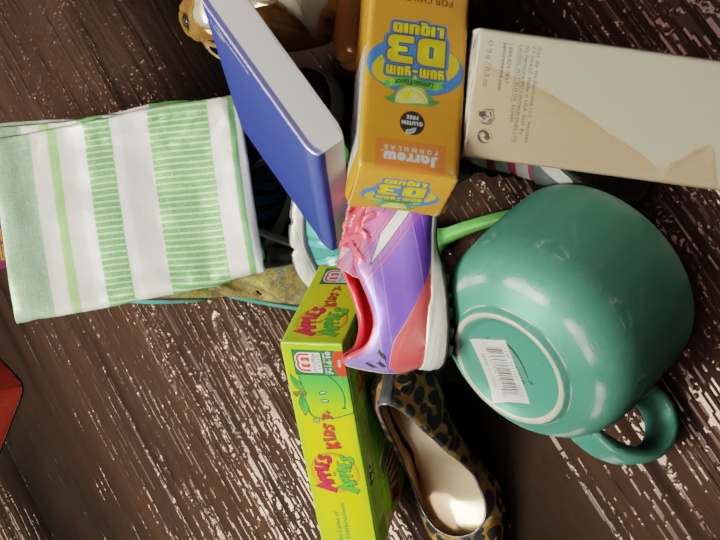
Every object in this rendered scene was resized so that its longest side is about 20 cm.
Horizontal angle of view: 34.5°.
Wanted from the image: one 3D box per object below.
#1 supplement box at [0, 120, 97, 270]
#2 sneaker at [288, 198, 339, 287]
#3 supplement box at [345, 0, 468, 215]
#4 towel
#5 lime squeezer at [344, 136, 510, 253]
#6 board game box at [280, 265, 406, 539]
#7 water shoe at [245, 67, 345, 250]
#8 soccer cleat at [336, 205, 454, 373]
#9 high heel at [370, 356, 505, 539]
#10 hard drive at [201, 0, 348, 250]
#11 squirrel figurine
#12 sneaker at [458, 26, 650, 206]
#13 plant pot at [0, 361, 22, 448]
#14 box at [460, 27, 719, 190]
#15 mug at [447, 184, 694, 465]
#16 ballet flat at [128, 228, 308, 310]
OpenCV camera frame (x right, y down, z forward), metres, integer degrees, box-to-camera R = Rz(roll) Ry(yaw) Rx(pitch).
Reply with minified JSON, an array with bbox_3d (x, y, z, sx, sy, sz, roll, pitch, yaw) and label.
[{"bbox_3d":[-0.237,-0.065,1.027,0.199,0.130,0.104,-10,88,48],"label":"supplement box"},{"bbox_3d":[0.000,0.000,0.929,0.079,0.077,0.202,-6,105,34],"label":"sneaker"},{"bbox_3d":[0.032,-0.141,0.730,0.066,0.069,0.202,6,75,-7],"label":"supplement box"},{"bbox_3d":[-0.181,-0.052,0.903,0.198,0.023,0.154,-10,90,-6],"label":"towel"},{"bbox_3d":[0.039,-0.053,0.918,0.199,0.038,0.071,27,111,31],"label":"lime squeezer"},{"bbox_3d":[-0.008,0.109,0.880,0.047,0.102,0.202,0,122,16],"label":"board game box"},{"bbox_3d":[-0.090,-0.087,0.971,0.072,0.078,0.201,50,122,32],"label":"water shoe"},{"bbox_3d":[0.017,-0.032,0.776,0.068,0.072,0.203,174,92,-78],"label":"soccer cleat"},{"bbox_3d":[0.052,0.162,0.865,0.071,0.142,0.202,-11,88,23],"label":"high heel"},{"bbox_3d":[-0.053,-0.098,0.794,0.025,0.200,0.132,-33,77,-8],"label":"hard drive"},{"bbox_3d":[-0.037,-0.220,0.872,0.186,0.200,0.143,-14,108,46],"label":"squirrel figurine"},{"bbox_3d":[0.103,-0.091,0.846,0.199,0.084,0.121,32,156,-4],"label":"sneaker"},{"bbox_3d":[-0.515,0.157,1.241,0.200,0.176,0.201,38,115,26],"label":"plant pot"},{"bbox_3d":[0.160,-0.100,0.735,0.198,0.095,0.079,8,97,-2],"label":"box"},{"bbox_3d":[0.142,0.045,0.779,0.185,0.114,0.153,39,143,19],"label":"mug"},{"bbox_3d":[-0.117,-0.006,0.957,0.071,0.198,0.072,-176,90,-77],"label":"ballet flat"}]
